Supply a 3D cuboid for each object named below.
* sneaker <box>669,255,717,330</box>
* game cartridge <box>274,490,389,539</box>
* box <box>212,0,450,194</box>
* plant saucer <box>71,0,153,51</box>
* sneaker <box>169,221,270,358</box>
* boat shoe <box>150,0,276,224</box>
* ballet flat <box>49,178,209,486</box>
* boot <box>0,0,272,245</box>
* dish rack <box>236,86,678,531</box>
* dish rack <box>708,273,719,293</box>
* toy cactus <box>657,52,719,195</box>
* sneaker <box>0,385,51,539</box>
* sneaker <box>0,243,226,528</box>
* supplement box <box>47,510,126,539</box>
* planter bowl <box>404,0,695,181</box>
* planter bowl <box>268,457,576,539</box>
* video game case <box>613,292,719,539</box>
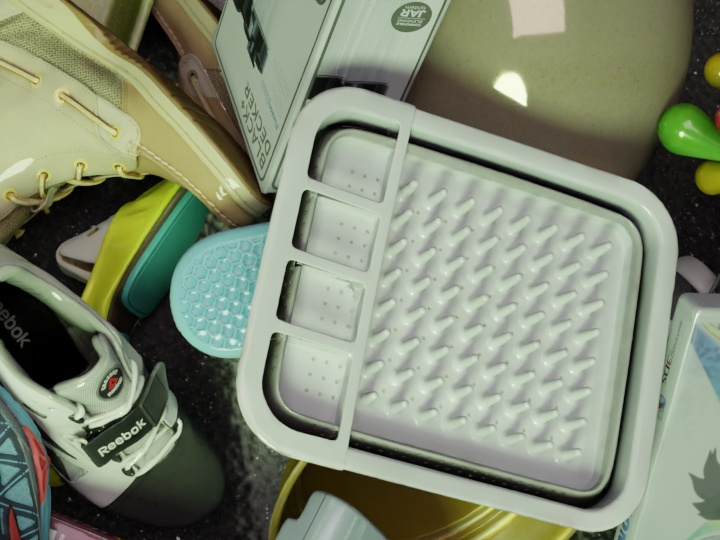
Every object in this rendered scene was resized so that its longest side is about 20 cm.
[{"bbox_3d":[0.197,0.102,0.836,0.111,0.073,0.201,-30,73,-8],"label":"sneaker"},{"bbox_3d":[-0.004,0.209,0.728,0.040,0.200,0.134,18,69,37],"label":"game cartridge"},{"bbox_3d":[-0.011,-0.145,0.720,0.060,0.201,0.117,-3,54,-25],"label":"box"},{"bbox_3d":[-0.213,-0.176,0.849,0.198,0.048,0.201,19,92,0],"label":"plant saucer"},{"bbox_3d":[0.000,0.000,0.772,0.198,0.131,0.080,-7,87,-5],"label":"sneaker"},{"bbox_3d":[-0.081,-0.098,0.850,0.064,0.071,0.201,-40,71,9],"label":"boat shoe"},{"bbox_3d":[-0.150,0.021,0.822,0.066,0.067,0.201,20,77,10],"label":"ballet flat"},{"bbox_3d":[-0.159,-0.048,0.785,0.200,0.073,0.156,40,92,11],"label":"boot"},{"bbox_3d":[0.045,0.022,0.676,0.198,0.044,0.173,16,71,-14],"label":"dish rack"},{"bbox_3d":[0.276,0.016,0.829,0.153,0.055,0.200,38,47,4],"label":"dish rack"},{"bbox_3d":[0.257,-0.048,0.750,0.198,0.103,0.166,18,33,-22],"label":"toy cactus"},{"bbox_3d":[-0.175,0.129,0.662,0.079,0.096,0.202,-17,81,-7],"label":"sneaker"},{"bbox_3d":[-0.136,0.068,0.743,0.200,0.088,0.074,46,72,-22],"label":"sneaker"},{"bbox_3d":[-0.134,0.183,0.760,0.198,0.110,0.086,22,77,0],"label":"supplement box"},{"bbox_3d":[0.087,-0.095,0.801,0.198,0.200,0.136,1,79,-5],"label":"planter bowl"},{"bbox_3d":[0.033,0.095,0.788,0.199,0.202,0.084,-20,42,-10],"label":"planter bowl"},{"bbox_3d":[0.231,0.099,0.742,0.198,0.022,0.184,2,115,-17],"label":"video game case"}]
